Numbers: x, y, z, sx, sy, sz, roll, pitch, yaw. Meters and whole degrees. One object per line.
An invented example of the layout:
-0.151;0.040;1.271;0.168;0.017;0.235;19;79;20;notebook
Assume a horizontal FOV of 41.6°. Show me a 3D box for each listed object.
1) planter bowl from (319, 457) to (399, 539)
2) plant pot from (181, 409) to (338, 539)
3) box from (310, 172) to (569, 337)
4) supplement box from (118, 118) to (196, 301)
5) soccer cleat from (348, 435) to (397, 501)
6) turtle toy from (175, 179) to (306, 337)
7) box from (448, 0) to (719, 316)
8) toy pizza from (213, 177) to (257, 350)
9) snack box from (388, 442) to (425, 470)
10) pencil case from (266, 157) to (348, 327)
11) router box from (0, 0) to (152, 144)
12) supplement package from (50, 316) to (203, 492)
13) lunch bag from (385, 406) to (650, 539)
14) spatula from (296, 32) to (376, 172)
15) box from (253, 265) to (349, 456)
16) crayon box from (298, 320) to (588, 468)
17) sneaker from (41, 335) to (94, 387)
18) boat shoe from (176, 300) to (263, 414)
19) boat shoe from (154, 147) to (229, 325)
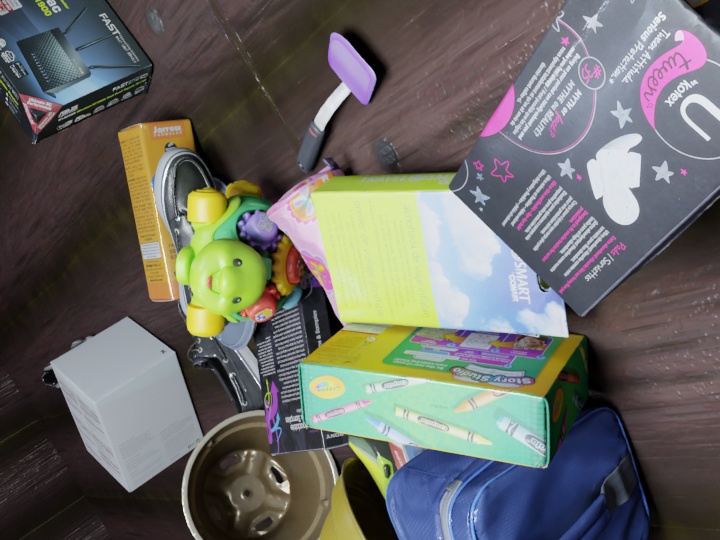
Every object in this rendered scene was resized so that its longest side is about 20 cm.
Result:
0.014;0.310;1.028;0.201;0.083;0.200;49;-168;-14;planter bowl
-0.144;0.299;1.275;0.201;0.200;0.183;54;160;4;plant pot
0.066;-0.014;0.736;0.199;0.048;0.122;2;118;31;box
-0.217;-0.069;1.077;0.069;0.066;0.201;-6;97;56;supplement box
0.023;0.195;1.054;0.200;0.065;0.084;54;173;0;soccer cleat
-0.112;-0.006;0.905;0.101;0.200;0.146;6;102;19;turtle toy
0.159;-0.088;0.504;0.115;0.132;0.200;47;149;10;box
-0.152;-0.008;1.091;0.200;0.032;0.201;31;125;56;toy pizza
0.087;0.236;0.974;0.024;0.072;0.201;14;129;50;snack box
0.000;0.000;0.867;0.200;0.087;0.087;56;150;1;pencil case
-0.352;-0.260;1.060;0.200;0.150;0.062;53;150;6;router box
-0.378;0.216;1.546;0.150;0.152;0.201;27;139;41;supplement package
0.127;0.193;0.749;0.132;0.200;0.136;-11;104;55;lunch bag
-0.029;-0.139;0.837;0.057;0.021;0.200;51;150;7;spatula
-0.072;0.098;1.034;0.143;0.036;0.201;-23;73;60;box
0.066;0.087;0.743;0.199;0.119;0.058;5;110;26;crayon box
-0.568;0.186;1.828;0.075;0.115;0.200;56;150;1;sneaker
-0.194;0.114;1.269;0.200;0.066;0.070;52;150;7;boat shoe
-0.170;-0.032;1.019;0.057;0.068;0.201;19;122;55;boat shoe
